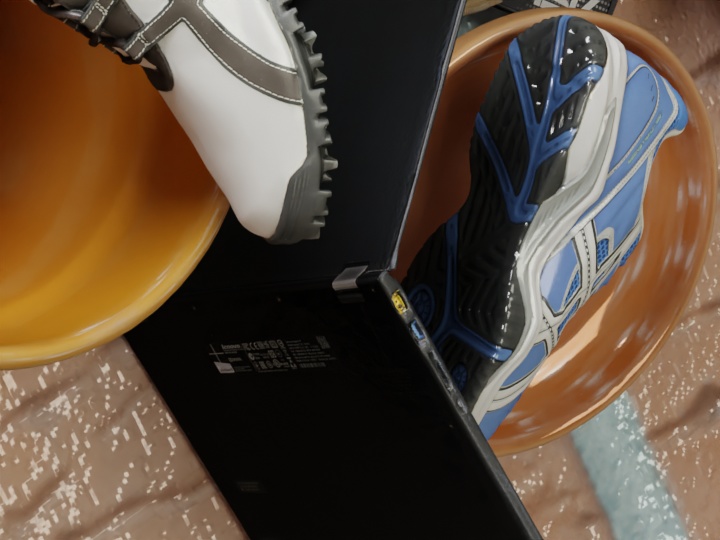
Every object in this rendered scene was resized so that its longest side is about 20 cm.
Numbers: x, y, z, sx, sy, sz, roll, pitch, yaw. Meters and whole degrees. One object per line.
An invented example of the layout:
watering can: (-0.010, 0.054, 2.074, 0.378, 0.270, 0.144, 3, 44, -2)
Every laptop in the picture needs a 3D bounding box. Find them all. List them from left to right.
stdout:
laptop: (0.000, 0.000, 0.997, 0.116, 0.187, 0.201, -40, 110, -31)

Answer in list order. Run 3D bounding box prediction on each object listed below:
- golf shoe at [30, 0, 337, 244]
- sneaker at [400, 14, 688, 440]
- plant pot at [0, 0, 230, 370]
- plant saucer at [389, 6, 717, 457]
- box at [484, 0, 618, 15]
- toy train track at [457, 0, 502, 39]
golf shoe: (-0.075, -0.093, 0.802, 0.094, 0.078, 0.201, -25, 99, -18)
sneaker: (0.071, 0.001, 1.036, 0.077, 0.076, 0.201, 16, 105, -40)
plant pot: (-0.168, -0.062, 0.879, 0.199, 0.183, 0.202, 4, 83, -36)
plant saucer: (0.065, -0.018, 1.096, 0.199, 0.037, 0.202, -15, 119, -28)
box: (0.050, -0.204, 1.110, 0.199, 0.044, 0.161, 19, 94, -34)
toy train track: (0.025, -0.068, 1.087, 0.114, 0.032, 0.201, -19, 113, -26)
